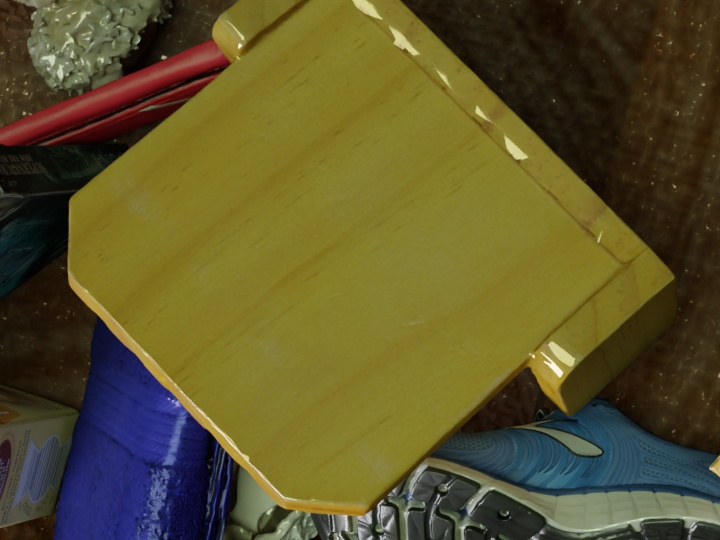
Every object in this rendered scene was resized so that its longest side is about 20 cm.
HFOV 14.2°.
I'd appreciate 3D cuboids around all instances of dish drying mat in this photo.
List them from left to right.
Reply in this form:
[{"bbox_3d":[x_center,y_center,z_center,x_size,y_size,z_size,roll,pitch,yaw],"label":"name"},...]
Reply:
[{"bbox_3d":[-0.132,-0.062,1.296,0.199,0.077,0.018,-21,86,14],"label":"dish drying mat"}]

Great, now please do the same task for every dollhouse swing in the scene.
[{"bbox_3d":[0.000,0.000,1.188,0.176,0.182,0.200,-45,79,-2],"label":"dollhouse swing"}]

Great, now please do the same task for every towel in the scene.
[{"bbox_3d":[-0.088,0.077,1.262,0.049,0.148,0.201,11,93,-20],"label":"towel"}]

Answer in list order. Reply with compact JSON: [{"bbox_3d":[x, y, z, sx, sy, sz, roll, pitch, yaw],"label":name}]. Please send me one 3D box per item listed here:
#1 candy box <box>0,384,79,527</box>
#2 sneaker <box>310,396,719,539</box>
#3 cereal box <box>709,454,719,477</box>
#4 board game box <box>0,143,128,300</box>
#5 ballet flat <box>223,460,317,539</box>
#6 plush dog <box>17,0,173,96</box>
[{"bbox_3d":[-0.213,0.075,1.253,0.115,0.200,0.055,16,94,14],"label":"candy box"},{"bbox_3d":[0.075,0.099,1.233,0.199,0.089,0.079,9,122,0],"label":"sneaker"},{"bbox_3d":[0.236,0.127,1.160,0.200,0.144,0.040,40,98,11],"label":"cereal box"},{"bbox_3d":[-0.176,-0.007,1.244,0.135,0.200,0.028,-35,85,13],"label":"board game box"},{"bbox_3d":[-0.009,0.049,1.268,0.072,0.072,0.200,30,96,13],"label":"ballet flat"},{"bbox_3d":[-0.149,-0.192,1.252,0.160,0.172,0.200,28,97,14],"label":"plush dog"}]
